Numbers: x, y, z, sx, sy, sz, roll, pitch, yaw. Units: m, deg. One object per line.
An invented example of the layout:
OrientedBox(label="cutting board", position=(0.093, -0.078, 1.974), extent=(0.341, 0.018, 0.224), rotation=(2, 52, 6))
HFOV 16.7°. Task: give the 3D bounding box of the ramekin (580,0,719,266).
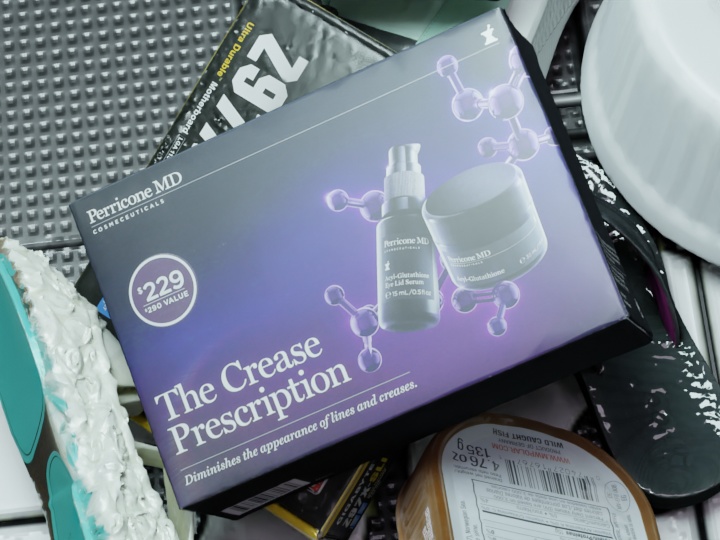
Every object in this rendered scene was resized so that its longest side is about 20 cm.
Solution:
OrientedBox(label="ramekin", position=(0.204, -0.103, 1.114), extent=(0.200, 0.098, 0.201), rotation=(1, 62, -2))

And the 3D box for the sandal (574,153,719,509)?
OrientedBox(label="sandal", position=(0.112, 0.011, 1.103), extent=(0.075, 0.048, 0.201), rotation=(-25, 64, -11))

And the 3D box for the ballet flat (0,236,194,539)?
OrientedBox(label="ballet flat", position=(-0.111, 0.075, 1.038), extent=(0.072, 0.072, 0.201), rotation=(-18, 62, -5))

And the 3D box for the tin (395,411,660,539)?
OrientedBox(label="tin", position=(0.075, 0.135, 1.003), extent=(0.112, 0.042, 0.200), rotation=(10, 37, -14))

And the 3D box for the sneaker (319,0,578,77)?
OrientedBox(label="sneaker", position=(0.045, -0.149, 1.169), extent=(0.118, 0.074, 0.201), rotation=(14, 60, 20))

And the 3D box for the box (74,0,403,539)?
OrientedBox(label="box", position=(-0.025, -0.005, 1.085), extent=(0.159, 0.049, 0.200), rotation=(32, 91, 18))

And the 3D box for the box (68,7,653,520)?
OrientedBox(label="box", position=(0.000, 0.000, 1.015), extent=(0.199, 0.079, 0.142), rotation=(-24, 75, 10))
